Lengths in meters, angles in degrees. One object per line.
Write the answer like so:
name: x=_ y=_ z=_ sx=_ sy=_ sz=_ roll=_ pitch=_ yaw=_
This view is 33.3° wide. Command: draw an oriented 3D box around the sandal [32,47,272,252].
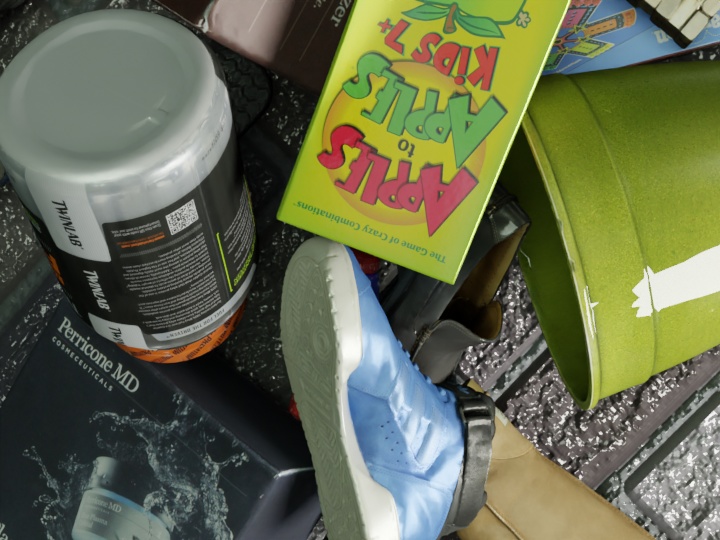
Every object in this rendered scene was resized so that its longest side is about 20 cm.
sandal: x=-0.141 y=-0.074 z=0.844 sx=0.200 sy=0.045 sz=0.075 roll=-42 pitch=91 yaw=-4

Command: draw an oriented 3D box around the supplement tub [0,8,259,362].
supplement tub: x=-0.123 y=-0.037 z=0.678 sx=0.122 sy=0.200 sz=0.123 roll=-1 pitch=56 yaw=2

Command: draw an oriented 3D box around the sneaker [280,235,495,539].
sneaker: x=0.023 y=0.071 z=0.730 sx=0.111 sy=0.077 sz=0.201 roll=-14 pitch=94 yaw=-31

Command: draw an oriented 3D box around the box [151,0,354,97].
box: x=-0.026 y=-0.198 z=0.699 sx=0.164 sy=0.199 sz=0.167 roll=36 pitch=100 yaw=42

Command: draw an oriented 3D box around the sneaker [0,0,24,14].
sneaker: x=-0.286 y=-0.192 z=0.820 sx=0.076 sy=0.091 sz=0.200 roll=40 pitch=111 yaw=12

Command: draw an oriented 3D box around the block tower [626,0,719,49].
block tower: x=0.144 y=-0.224 z=0.748 sx=0.200 sy=0.058 sz=0.054 roll=42 pitch=100 yaw=4

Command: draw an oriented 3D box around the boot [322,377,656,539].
boot: x=0.091 y=0.198 z=0.802 sx=0.200 sy=0.066 sz=0.175 roll=44 pitch=101 yaw=4

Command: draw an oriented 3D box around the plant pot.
plant pot: x=0.195 y=-0.041 z=0.712 sx=0.192 sy=0.200 sz=0.202 roll=-16 pitch=91 yaw=1

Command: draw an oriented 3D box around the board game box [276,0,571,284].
board game box: x=0.038 y=-0.105 z=0.619 sx=0.101 sy=0.048 sz=0.201 roll=20 pitch=107 yaw=-5

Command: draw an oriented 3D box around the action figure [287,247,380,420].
action figure: x=0.000 y=0.000 z=0.812 sx=0.065 sy=0.099 sz=0.201 roll=16 pitch=119 yaw=7

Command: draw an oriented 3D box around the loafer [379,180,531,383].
loafer: x=0.054 y=0.026 z=0.754 sx=0.072 sy=0.073 sz=0.201 roll=37 pitch=138 yaw=31

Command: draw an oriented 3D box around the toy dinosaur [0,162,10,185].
toy dinosaur: x=-0.262 y=-0.094 z=0.834 sx=0.180 sy=0.200 sz=0.106 roll=-7 pitch=82 yaw=-13

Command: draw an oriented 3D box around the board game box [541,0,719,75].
board game box: x=0.166 y=-0.182 z=0.783 sx=0.199 sy=0.019 sz=0.104 roll=-13 pitch=90 yaw=12

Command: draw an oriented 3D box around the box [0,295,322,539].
box: x=-0.147 y=0.152 z=0.797 sx=0.196 sy=0.117 sz=0.201 roll=35 pitch=99 yaw=22
